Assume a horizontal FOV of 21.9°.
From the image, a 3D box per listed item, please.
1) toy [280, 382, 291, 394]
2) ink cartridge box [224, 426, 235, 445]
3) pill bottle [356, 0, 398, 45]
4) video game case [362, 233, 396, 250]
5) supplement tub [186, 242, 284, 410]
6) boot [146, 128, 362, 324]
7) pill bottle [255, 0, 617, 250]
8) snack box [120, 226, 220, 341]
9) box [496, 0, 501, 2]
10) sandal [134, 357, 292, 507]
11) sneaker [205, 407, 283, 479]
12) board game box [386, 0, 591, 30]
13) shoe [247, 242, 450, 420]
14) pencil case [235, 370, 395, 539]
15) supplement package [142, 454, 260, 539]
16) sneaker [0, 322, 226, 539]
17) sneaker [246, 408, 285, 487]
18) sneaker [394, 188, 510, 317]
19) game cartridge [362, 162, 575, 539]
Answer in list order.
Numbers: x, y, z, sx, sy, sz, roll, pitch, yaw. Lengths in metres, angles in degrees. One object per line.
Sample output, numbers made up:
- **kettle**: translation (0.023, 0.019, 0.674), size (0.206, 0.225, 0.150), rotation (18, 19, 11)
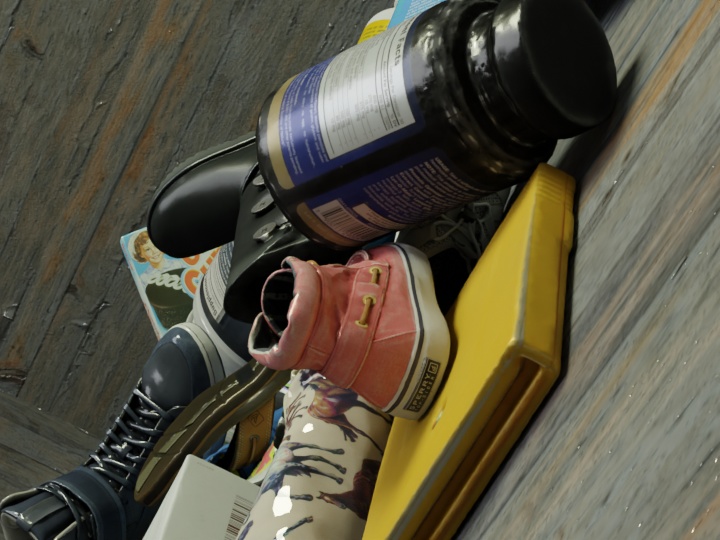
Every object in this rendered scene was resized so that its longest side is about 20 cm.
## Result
- **toy**: translation (0.000, 0.000, 1.307), size (0.047, 0.115, 0.201), rotation (30, -98, -53)
- **ink cartridge box**: translation (-0.089, 0.125, 1.539), size (0.059, 0.103, 0.200), rotation (-61, 6, 22)
- **pill bottle**: translation (0.038, -0.147, 1.569), size (0.201, 0.112, 0.112), rotation (-66, 7, -18)
- **video game case**: translation (0.021, -0.066, 1.284), size (0.200, 0.018, 0.143), rotation (-43, 28, -3)
- **supplement tub**: translation (-0.046, 0.010, 1.466), size (0.200, 0.140, 0.141), rotation (-57, 9, 33)
- **boot**: translation (-0.075, -0.020, 1.250), size (0.164, 0.066, 0.200), rotation (-34, 29, 14)
- **pill bottle**: translation (0.043, -0.090, 1.070), size (0.199, 0.112, 0.112), rotation (-21, 35, 40)
- **snack box**: translation (-0.092, -0.009, 1.593), size (0.199, 0.117, 0.037), rotation (-22, -4, -11)
- **box**: translation (0.156, -0.261, 1.162), size (0.200, 0.043, 0.161), rotation (-18, 43, 59)
- **sandal**: translation (-0.074, 0.097, 1.265), size (0.200, 0.055, 0.082), rotation (-42, 12, 1)
- **sneaker**: translation (-0.075, 0.147, 1.342), size (0.200, 0.066, 0.079), rotation (-45, -23, -47)
- **board game box**: translation (0.085, -0.170, 1.285), size (0.152, 0.045, 0.201), rotation (-17, 37, 36)
- **shoe**: translation (-0.012, 0.017, 1.037), size (0.200, 0.091, 0.072), rotation (-111, 44, -72)
- **pencil case**: translation (-0.029, 0.138, 1.063), size (0.078, 0.089, 0.200), rotation (101, -173, -46)
- **supplement package**: translation (-0.106, 0.241, 1.156), size (0.201, 0.117, 0.117), rotation (-60, 8, 22)
- **sneaker**: translation (-0.176, 0.138, 1.325), size (0.146, 0.077, 0.203), rotation (-9, -57, -48)
- **sneaker**: translation (-0.029, 0.132, 1.232), size (0.200, 0.078, 0.090), rotation (-56, -5, 38)
- **sneaker**: translation (0.060, -0.021, 1.157), size (0.082, 0.074, 0.201), rotation (-5, 65, 67)
- **game cartridge**: translation (0.058, 0.057, 0.975), size (0.177, 0.032, 0.200), rotation (-60, 5, 29)
